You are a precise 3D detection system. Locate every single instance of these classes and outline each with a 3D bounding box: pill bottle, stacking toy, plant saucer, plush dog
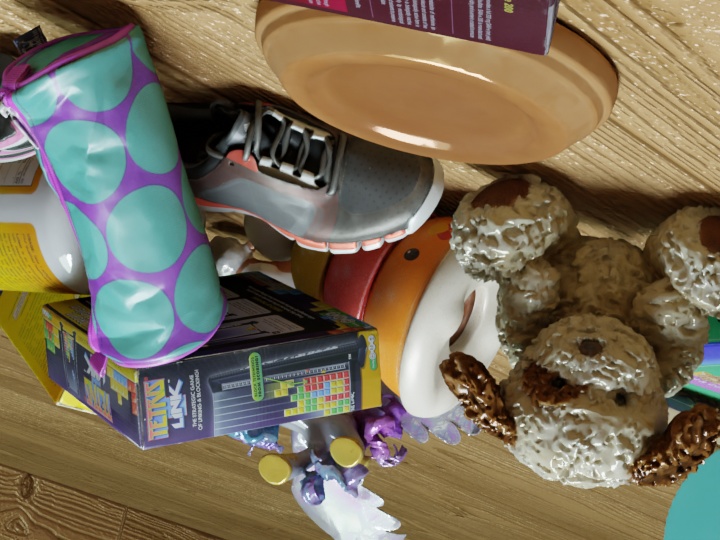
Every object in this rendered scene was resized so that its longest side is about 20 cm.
[{"bbox_3d":[-0.205,-0.040,1.396,0.199,0.112,0.111,2,163,39],"label":"pill bottle"},{"bbox_3d":[0.000,0.000,1.388,0.199,0.147,0.146,25,172,23],"label":"stacking toy"},{"bbox_3d":[0.037,-0.101,1.080,0.199,0.038,0.200,12,166,3],"label":"plant saucer"},{"bbox_3d":[0.140,0.056,1.244,0.199,0.172,0.161,12,143,9],"label":"plush dog"}]

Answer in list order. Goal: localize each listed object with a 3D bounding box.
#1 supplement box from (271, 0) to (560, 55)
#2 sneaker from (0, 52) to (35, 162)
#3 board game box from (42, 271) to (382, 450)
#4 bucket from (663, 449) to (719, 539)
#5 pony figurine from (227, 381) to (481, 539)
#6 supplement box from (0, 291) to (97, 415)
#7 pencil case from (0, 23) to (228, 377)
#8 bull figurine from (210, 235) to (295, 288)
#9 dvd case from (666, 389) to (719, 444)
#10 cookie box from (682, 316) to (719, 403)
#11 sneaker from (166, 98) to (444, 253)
[{"bbox_3d":[-0.010,-0.154,0.857,0.199,0.061,0.109,13,167,6],"label":"supplement box"},{"bbox_3d":[-0.254,-0.096,1.302,0.199,0.081,0.086,9,178,40],"label":"sneaker"},{"bbox_3d":[-0.101,0.055,1.324,0.164,0.057,0.200,-10,-166,-23],"label":"board game box"},{"bbox_3d":[0.386,0.255,1.853,0.206,0.209,0.135,2,160,39],"label":"bucket"},{"bbox_3d":[-0.024,0.117,1.527,0.193,0.167,0.200,37,-170,5],"label":"pony figurine"},{"bbox_3d":[-0.190,0.032,1.532,0.108,0.110,0.200,21,-171,-31],"label":"supplement box"},{"bbox_3d":[-0.143,-0.043,1.176,0.092,0.201,0.085,-24,-155,-15],"label":"pencil case"},{"bbox_3d":[-0.025,0.020,1.569,0.199,0.066,0.121,11,170,17],"label":"bull figurine"},{"bbox_3d":[0.204,0.069,1.452,0.199,0.016,0.149,22,-160,-17],"label":"dvd case"},{"bbox_3d":[0.282,0.042,1.340,0.170,0.076,0.200,19,165,-26],"label":"cookie box"},{"bbox_3d":[-0.049,-0.065,1.234,0.199,0.078,0.082,7,159,22],"label":"sneaker"}]
